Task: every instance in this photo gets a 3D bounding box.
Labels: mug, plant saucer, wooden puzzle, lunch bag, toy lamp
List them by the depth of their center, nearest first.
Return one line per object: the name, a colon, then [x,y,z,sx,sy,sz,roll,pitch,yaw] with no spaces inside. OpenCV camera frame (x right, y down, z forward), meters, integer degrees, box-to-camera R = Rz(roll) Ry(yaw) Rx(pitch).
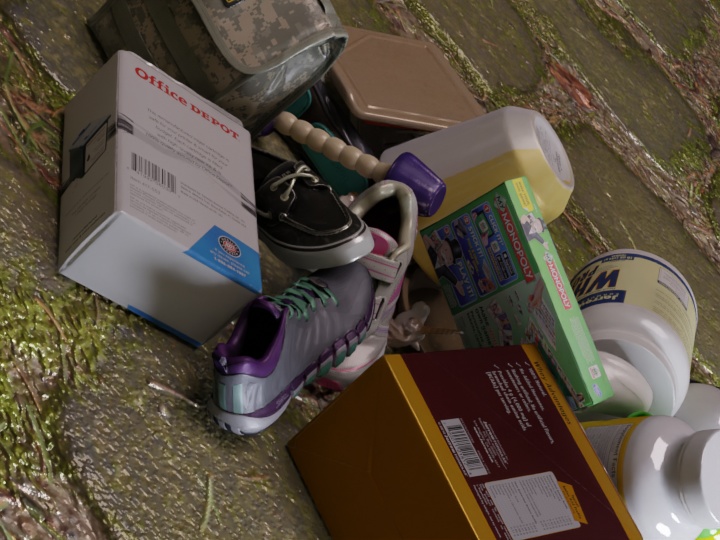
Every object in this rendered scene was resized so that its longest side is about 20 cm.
lunch bag: [-0.119,-0.214,1.612,0.117,0.200,0.165,-2,57,-56]
toy lamp: [-0.013,-0.108,1.702,0.199,0.059,0.058,27,24,16]
mug: [0.127,-0.064,1.753,0.188,0.152,0.149,66,21,8]
plant saucer: [0.105,0.079,1.762,0.200,0.029,0.201,36,32,-26]
wooden puzzle: [0.034,-0.188,1.851,0.199,0.037,0.185,12,31,-33]

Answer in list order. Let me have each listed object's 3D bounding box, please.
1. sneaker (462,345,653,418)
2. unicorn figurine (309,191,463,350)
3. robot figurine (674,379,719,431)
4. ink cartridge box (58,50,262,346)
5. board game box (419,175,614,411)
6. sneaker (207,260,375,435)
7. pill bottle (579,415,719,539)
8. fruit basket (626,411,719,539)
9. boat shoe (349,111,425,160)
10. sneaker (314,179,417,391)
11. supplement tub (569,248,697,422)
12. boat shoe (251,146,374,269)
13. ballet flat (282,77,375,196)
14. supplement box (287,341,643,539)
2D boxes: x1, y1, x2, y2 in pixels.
sneaker: [0.182,0.110,1.722,0.199,0.071,0.081,19,48,-13]
unicorn figurine: [0.000,0.000,1.677,0.199,0.074,0.138,28,32,-5]
robot figurine: [0.379,0.190,1.930,0.199,0.126,0.150,19,-1,-44]
ink cartridge box: [-0.162,-0.060,1.484,0.146,0.086,0.201,31,32,-31]
board game box: [0.132,0.035,1.588,0.029,0.134,0.202,-17,83,-37]
sneaker: [-0.049,0.040,1.449,0.074,0.088,0.200,21,47,22]
pill bottle: [0.229,0.182,1.565,0.111,0.199,0.113,11,75,-45]
fruit basket: [0.280,0.237,1.680,0.216,0.155,0.216,47,11,-12]
boat shoe: [0.035,-0.138,1.880,0.072,0.068,0.201,36,31,-24]
sneaker: [-0.002,0.004,1.572,0.081,0.088,0.202,15,66,2]
supplement tub: [0.266,0.080,1.865,0.145,0.145,0.200,45,26,-8]
boat shoe: [-0.060,-0.056,1.544,0.200,0.070,0.064,27,-41,52]
ballet flat: [-0.048,-0.154,1.783,0.201,0.073,0.073,52,27,-8]
supplement box: [0.085,0.179,1.480,0.199,0.133,0.198,-1,56,-48]
